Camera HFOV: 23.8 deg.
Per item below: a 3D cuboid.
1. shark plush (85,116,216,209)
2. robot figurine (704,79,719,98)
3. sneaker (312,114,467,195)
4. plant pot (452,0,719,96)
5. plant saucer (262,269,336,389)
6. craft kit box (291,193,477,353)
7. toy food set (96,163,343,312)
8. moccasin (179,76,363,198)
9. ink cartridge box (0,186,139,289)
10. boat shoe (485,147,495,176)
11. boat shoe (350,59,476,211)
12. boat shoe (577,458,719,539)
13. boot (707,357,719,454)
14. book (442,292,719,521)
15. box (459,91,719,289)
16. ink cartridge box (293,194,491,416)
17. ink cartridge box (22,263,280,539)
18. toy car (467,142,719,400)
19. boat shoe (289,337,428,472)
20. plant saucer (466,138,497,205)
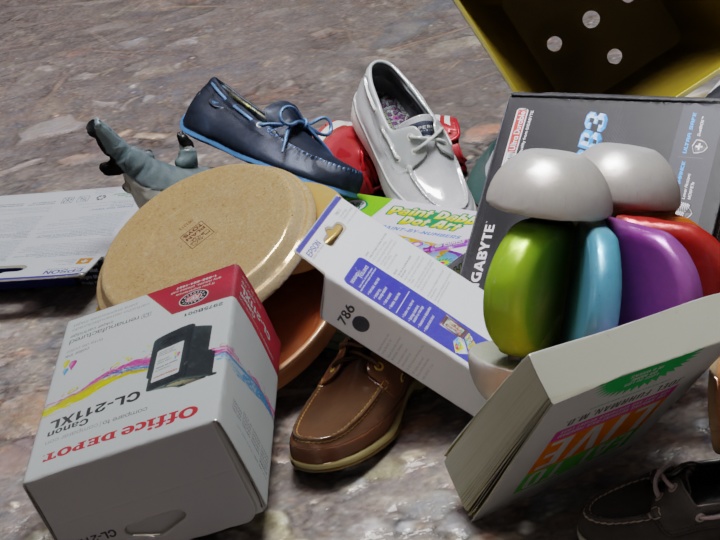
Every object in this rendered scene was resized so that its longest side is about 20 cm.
[{"bbox_3d":[-0.174,-0.088,1.560,0.084,0.199,0.091,-63,28,-5],"label":"shark plush"},{"bbox_3d":[0.350,-0.123,1.460,0.150,0.125,0.200,4,29,31],"label":"robot figurine"},{"bbox_3d":[0.032,-0.113,1.633,0.115,0.079,0.200,2,29,29],"label":"sneaker"},{"bbox_3d":[0.212,-0.229,1.550,0.199,0.201,0.176,-33,2,7],"label":"plant pot"},{"bbox_3d":[-0.100,0.040,1.352,0.199,0.032,0.201,-17,39,14],"label":"plant saucer"},{"bbox_3d":[0.000,0.000,1.445,0.199,0.049,0.197,10,29,38],"label":"craft kit box"},{"bbox_3d":[-0.120,-0.014,1.359,0.197,0.049,0.200,17,57,43],"label":"toy food set"},{"bbox_3d":[-0.080,-0.125,1.550,0.199,0.069,0.080,25,2,25],"label":"moccasin"},{"bbox_3d":[-0.309,-0.018,1.613,0.198,0.041,0.200,-3,26,16],"label":"ink cartridge box"},{"bbox_3d":[0.152,-0.056,1.408,0.071,0.068,0.201,12,38,-15],"label":"boat shoe"},{"bbox_3d":[0.051,-0.115,1.559,0.072,0.069,0.201,-9,49,-18],"label":"boat shoe"},{"bbox_3d":[0.229,0.132,1.042,0.199,0.057,0.067,-5,25,13],"label":"boat shoe"},{"bbox_3d":[0.312,0.079,1.067,0.155,0.077,0.200,3,1,34],"label":"boot"},{"bbox_3d":[0.139,0.082,1.051,0.133,0.200,0.048,-17,69,-18],"label":"book"},{"bbox_3d":[0.185,-0.039,1.313,0.198,0.050,0.201,7,68,30],"label":"box"},{"bbox_3d":[0.043,0.031,1.230,0.200,0.039,0.100,34,34,1],"label":"ink cartridge box"},{"bbox_3d":[-0.139,0.098,1.191,0.145,0.083,0.200,-19,28,10],"label":"ink cartridge box"},{"bbox_3d":[0.170,0.012,1.139,0.149,0.176,0.199,17,16,38],"label":"toy car"},{"bbox_3d":[0.003,0.076,1.246,0.072,0.068,0.200,4,29,29],"label":"boat shoe"},{"bbox_3d":[0.194,-0.106,1.599,0.199,0.036,0.200,-9,24,4],"label":"plant saucer"}]
